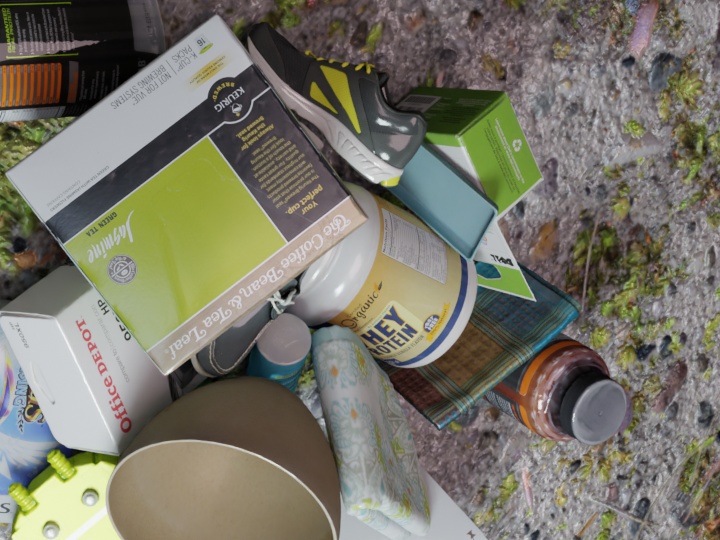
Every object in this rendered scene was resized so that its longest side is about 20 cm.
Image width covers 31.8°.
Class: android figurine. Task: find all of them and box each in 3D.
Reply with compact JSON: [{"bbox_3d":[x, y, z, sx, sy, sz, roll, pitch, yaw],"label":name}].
[{"bbox_3d":[-0.235,0.249,1.158,0.182,0.041,0.200,-38,110,-2],"label":"android figurine"}]

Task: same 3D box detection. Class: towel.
[{"bbox_3d":[0.114,0.064,1.318,0.200,0.147,0.022,-37,135,-15],"label":"towel"},{"bbox_3d":[0.012,0.158,1.190,0.048,0.172,0.200,-20,155,10],"label":"towel"}]

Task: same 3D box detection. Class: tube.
[{"bbox_3d":[-0.085,0.103,1.213,0.077,0.200,0.051,-22,71,-19],"label":"tube"}]

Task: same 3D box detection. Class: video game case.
[{"bbox_3d":[-0.344,0.125,1.136,0.180,0.045,0.201,9,98,-31],"label":"video game case"}]

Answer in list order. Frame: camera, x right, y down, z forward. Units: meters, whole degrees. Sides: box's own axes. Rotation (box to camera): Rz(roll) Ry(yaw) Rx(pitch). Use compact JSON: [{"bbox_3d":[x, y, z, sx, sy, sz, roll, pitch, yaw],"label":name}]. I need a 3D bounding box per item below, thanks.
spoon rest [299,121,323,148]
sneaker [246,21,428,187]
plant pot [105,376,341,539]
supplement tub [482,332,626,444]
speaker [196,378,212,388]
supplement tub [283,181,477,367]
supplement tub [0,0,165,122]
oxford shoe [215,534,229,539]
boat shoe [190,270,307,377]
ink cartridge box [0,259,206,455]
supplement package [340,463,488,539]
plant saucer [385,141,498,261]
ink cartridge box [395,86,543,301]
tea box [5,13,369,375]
[{"bbox_3d":[-0.106,-0.044,1.150,0.099,0.060,0.201,41,72,-43],"label":"spoon rest"},{"bbox_3d":[-0.019,-0.170,1.184,0.200,0.074,0.085,43,104,-1],"label":"sneaker"},{"bbox_3d":[-0.104,0.171,1.096,0.199,0.135,0.201,7,129,8],"label":"plant pot"},{"bbox_3d":[0.191,0.114,1.336,0.106,0.200,0.108,-10,112,-27],"label":"supplement tub"},{"bbox_3d":[-0.180,0.207,1.225,0.088,0.088,0.201,-3,104,-28],"label":"speaker"},{"bbox_3d":[0.000,0.000,1.229,0.199,0.144,0.145,26,90,-35],"label":"supplement tub"},{"bbox_3d":[-0.273,-0.187,1.049,0.199,0.122,0.123,-7,106,-27],"label":"supplement tub"},{"bbox_3d":[-0.114,0.230,1.238,0.071,0.201,0.073,21,129,-4],"label":"oxford shoe"},{"bbox_3d":[-0.083,0.004,1.098,0.073,0.062,0.201,39,73,-45],"label":"boat shoe"},{"bbox_3d":[-0.202,0.048,1.131,0.200,0.084,0.145,-43,123,-41],"label":"ink cartridge box"},{"bbox_3d":[0.006,0.296,1.293,0.200,0.156,0.111,-39,160,-15],"label":"supplement package"},{"bbox_3d":[0.051,-0.097,1.218,0.019,0.200,0.070,-31,156,-43],"label":"plant saucer"},{"bbox_3d":[0.115,-0.079,1.276,0.076,0.147,0.201,-41,120,-22],"label":"ink cartridge box"},{"bbox_3d":[-0.132,-0.060,0.998,0.200,0.134,0.197,-36,98,-1],"label":"tea box"}]
